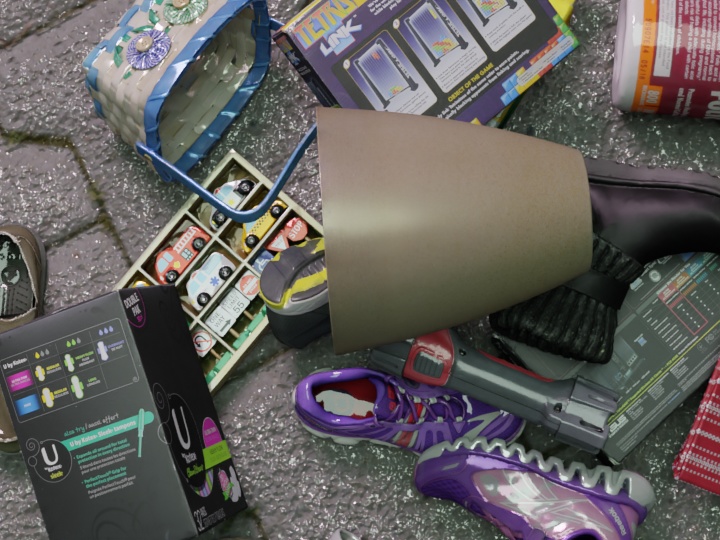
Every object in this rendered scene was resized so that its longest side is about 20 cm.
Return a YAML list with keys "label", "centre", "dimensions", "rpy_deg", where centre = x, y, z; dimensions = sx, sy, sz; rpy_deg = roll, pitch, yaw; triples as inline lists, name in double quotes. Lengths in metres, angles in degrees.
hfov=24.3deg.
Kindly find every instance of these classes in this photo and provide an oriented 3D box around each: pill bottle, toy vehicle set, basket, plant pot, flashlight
- label: "pill bottle"
  centre: [0.317, -0.183, 1.415]
  dimensions: [0.198, 0.114, 0.115]
  rpy_deg: [6, 81, 4]
- label: "toy vehicle set"
  centre: [-0.128, 0.012, 1.447]
  dimensions: [0.124, 0.027, 0.200]
  rpy_deg: [39, 84, 8]
- label: "basket"
  centre: [-0.124, -0.149, 1.410]
  dimensions: [0.199, 0.139, 0.177]
  rpy_deg: [30, 68, 11]
- label: "plant pot"
  centre: [0.071, -0.037, 1.269]
  dimensions: [0.198, 0.187, 0.189]
  rpy_deg: [-4, 80, 1]
- label: "flashlight"
  centre: [0.108, 0.083, 1.348]
  dimensions: [0.198, 0.068, 0.068]
  rpy_deg: [21, 75, 5]

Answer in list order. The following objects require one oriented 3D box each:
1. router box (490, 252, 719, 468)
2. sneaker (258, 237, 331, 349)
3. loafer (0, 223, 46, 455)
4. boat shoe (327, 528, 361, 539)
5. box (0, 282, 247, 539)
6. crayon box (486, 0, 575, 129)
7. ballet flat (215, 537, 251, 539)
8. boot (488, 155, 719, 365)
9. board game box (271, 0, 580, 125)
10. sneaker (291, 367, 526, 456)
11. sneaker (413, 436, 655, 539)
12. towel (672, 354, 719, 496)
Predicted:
- label: "router box"
  centre: [0.230, 0.045, 1.406]
  dimensions: [0.200, 0.062, 0.150]
  rpy_deg: [-42, 81, -4]
- label: "sneaker"
  centre: [0.000, 0.000, 1.425]
  dimensions: [0.199, 0.085, 0.075]
  rpy_deg: [-21, 54, -21]
- label: "loafer"
  centre: [-0.304, 0.056, 1.426]
  dimensions: [0.074, 0.070, 0.202]
  rpy_deg: [-6, 80, 2]
- label: "boat shoe"
  centre: [0.056, 0.271, 1.368]
  dimensions: [0.201, 0.075, 0.087]
  rpy_deg: [29, 100, 14]
- label: "box"
  centre: [-0.193, 0.124, 1.349]
  dimensions: [0.123, 0.148, 0.202]
  rpy_deg: [-20, 87, 11]
- label: "crayon box"
  centre: [0.098, -0.200, 1.460]
  dimensions: [0.126, 0.051, 0.201]
  rpy_deg: [33, 84, 7]
- label: "ballet flat"
  centre: [-0.169, 0.280, 1.383]
  dimensions: [0.199, 0.067, 0.069]
  rpy_deg: [-27, 80, -2]
- label: "boot"
  centre: [0.218, 0.001, 1.339]
  dimensions: [0.209, 0.079, 0.159]
  rpy_deg: [10, 73, 16]
- label: "board game box"
  centre: [0.054, -0.189, 1.379]
  dimensions: [0.200, 0.057, 0.166]
  rpy_deg: [-39, 98, -10]
- label: "sneaker"
  centre: [0.040, 0.118, 1.393]
  dimensions: [0.198, 0.083, 0.082]
  rpy_deg: [1, 81, 2]
- label: "sneaker"
  centre: [0.138, 0.197, 1.366]
  dimensions: [0.198, 0.081, 0.089]
  rpy_deg: [12, 64, 5]
- label: "towel"
  centre: [0.348, 0.097, 1.372]
  dimensions: [0.143, 0.022, 0.202]
  rpy_deg: [20, 94, -18]
